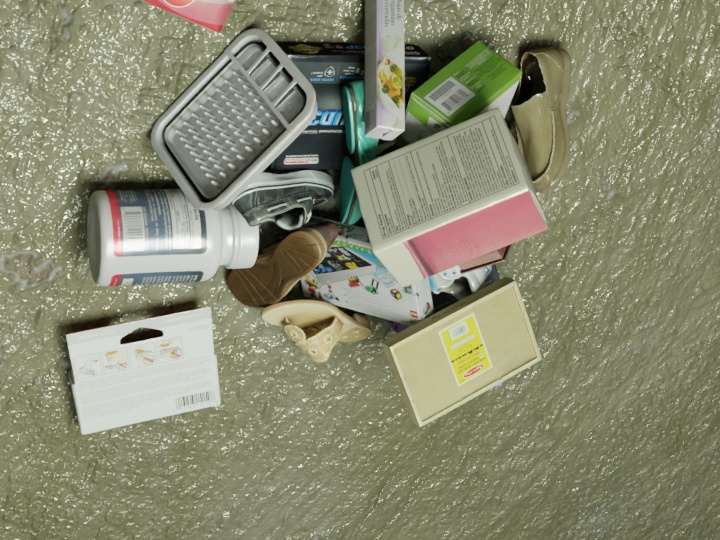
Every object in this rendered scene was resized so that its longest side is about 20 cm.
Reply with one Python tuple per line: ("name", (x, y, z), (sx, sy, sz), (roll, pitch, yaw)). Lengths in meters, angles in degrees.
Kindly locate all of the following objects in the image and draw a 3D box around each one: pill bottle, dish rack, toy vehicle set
("pill bottle", (-0.236, -0.043, 1.482), (0.200, 0.120, 0.120), (-2, 121, -22))
("dish rack", (-0.147, -0.177, 1.414), (0.200, 0.172, 0.044), (-43, 147, 8))
("toy vehicle set", (0.136, 0.106, 1.553), (0.200, 0.027, 0.124), (-26, 111, -17))

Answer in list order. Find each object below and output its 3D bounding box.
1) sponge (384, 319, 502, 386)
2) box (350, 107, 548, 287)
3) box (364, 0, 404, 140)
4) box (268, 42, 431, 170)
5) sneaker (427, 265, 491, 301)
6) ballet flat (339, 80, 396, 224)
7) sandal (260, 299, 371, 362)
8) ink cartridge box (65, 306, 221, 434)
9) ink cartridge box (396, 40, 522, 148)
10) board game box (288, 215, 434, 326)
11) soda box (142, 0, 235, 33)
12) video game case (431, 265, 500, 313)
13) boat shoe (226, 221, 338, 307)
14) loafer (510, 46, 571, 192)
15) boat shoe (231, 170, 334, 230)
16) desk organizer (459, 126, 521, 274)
("sponge", (0.114, 0.098, 1.668), (0.111, 0.200, 0.030), (8, 112, -27))
("box", (0.108, -0.086, 1.425), (0.200, 0.128, 0.109), (-22, 149, 12))
("box", (0.029, -0.259, 1.427), (0.039, 0.041, 0.200), (6, 75, -24))
("box", (-0.019, -0.210, 1.511), (0.200, 0.046, 0.159), (-3, 122, -22))
("sneaker", (0.093, -0.019, 1.555), (0.200, 0.087, 0.075), (31, 136, -21))
("ballet flat", (0.011, -0.146, 1.492), (0.070, 0.067, 0.200), (-5, 122, -12))
("sandal", (-0.049, 0.094, 1.632), (0.078, 0.070, 0.212), (-27, 156, 29))
("ink cartridge box", (-0.299, 0.129, 1.614), (0.200, 0.044, 0.174), (-11, 124, -16))
("ink cartridge box", (0.117, -0.178, 1.541), (0.148, 0.076, 0.200), (-41, 162, -32))
("board game box", (0.000, 0.000, 1.572), (0.035, 0.200, 0.126), (-46, 139, -39))
("soda box", (-0.238, -0.340, 1.321), (0.200, 0.070, 0.063), (18, 114, -31))
("video game case", (0.108, -0.033, 1.628), (0.143, 0.019, 0.200), (-25, 103, -21))
("boat shoe", (-0.101, -0.013, 1.562), (0.072, 0.072, 0.200), (51, 134, -4))
("loafer", (0.234, -0.203, 1.563), (0.067, 0.076, 0.200), (9, 78, -32))
("boat shoe", (-0.097, -0.083, 1.497), (0.072, 0.071, 0.200), (-26, 171, 33))
("desk organizer", (0.171, -0.097, 1.566), (0.072, 0.200, 0.077), (-18, 122, 40))
